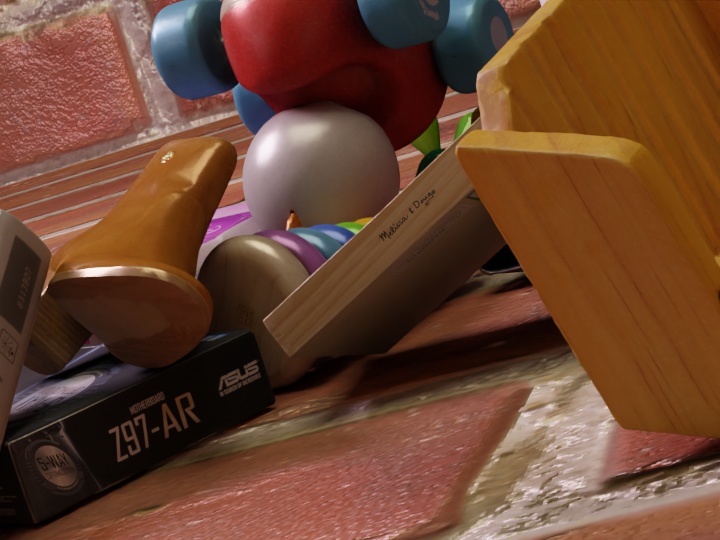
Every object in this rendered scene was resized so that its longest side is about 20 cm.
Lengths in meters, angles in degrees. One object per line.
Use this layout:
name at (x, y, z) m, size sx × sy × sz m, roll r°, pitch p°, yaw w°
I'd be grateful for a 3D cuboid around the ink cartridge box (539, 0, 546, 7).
ink cartridge box at (0.273, -0.203, 1.751) m, size 0.200 × 0.125 × 0.129 m, roll -22°, pitch 10°, yaw -23°

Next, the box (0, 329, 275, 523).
box at (-0.167, 0.084, 1.139) m, size 0.160 × 0.044 × 0.200 m, roll -25°, pitch 11°, yaw -38°

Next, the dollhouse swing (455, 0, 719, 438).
dollhouse swing at (0.180, -0.053, 0.812) m, size 0.176 × 0.182 × 0.200 m, roll -20°, pitch 18°, yaw 41°

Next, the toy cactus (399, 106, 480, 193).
toy cactus at (0.045, -0.043, 1.419) m, size 0.200 × 0.102 × 0.165 m, roll -7°, pitch 33°, yaw 43°

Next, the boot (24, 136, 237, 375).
boot at (-0.105, -0.019, 1.124) m, size 0.201 × 0.071 × 0.144 m, roll -16°, pitch 33°, yaw 57°

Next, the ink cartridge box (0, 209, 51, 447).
ink cartridge box at (-0.255, 0.069, 1.073) m, size 0.200 × 0.057 × 0.163 m, roll -17°, pitch 44°, yaw 26°

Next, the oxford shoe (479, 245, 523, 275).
oxford shoe at (0.131, -0.051, 1.176) m, size 0.072 × 0.071 × 0.200 m, roll -30°, pitch -13°, yaw -38°

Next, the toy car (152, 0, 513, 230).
toy car at (-0.015, -0.075, 1.328) m, size 0.184 × 0.200 × 0.177 m, roll -10°, pitch -19°, yaw 29°

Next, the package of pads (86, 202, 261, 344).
package of pads at (-0.115, 0.015, 1.351) m, size 0.120 × 0.076 × 0.200 m, roll -15°, pitch 9°, yaw 28°

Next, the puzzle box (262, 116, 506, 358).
puzzle box at (0.052, -0.030, 1.073) m, size 0.200 × 0.025 × 0.133 m, roll -43°, pitch -16°, yaw 15°

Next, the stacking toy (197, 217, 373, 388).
stacking toy at (0.000, 0.000, 1.219) m, size 0.085 × 0.086 × 0.200 m, roll -10°, pitch 8°, yaw 41°
